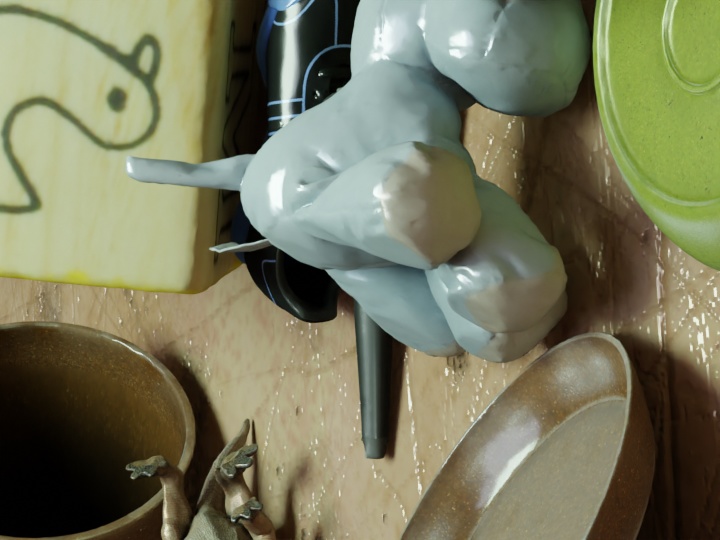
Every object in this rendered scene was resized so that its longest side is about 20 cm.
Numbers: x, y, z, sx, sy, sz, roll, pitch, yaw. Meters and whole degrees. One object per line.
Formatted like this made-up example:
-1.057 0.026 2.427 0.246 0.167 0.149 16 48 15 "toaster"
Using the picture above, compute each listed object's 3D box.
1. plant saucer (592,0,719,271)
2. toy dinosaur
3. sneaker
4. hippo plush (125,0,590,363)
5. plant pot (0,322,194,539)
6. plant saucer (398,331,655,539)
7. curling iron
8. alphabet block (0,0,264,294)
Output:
0.149 -0.099 0.912 0.200 0.031 0.202 -4 85 61 "plant saucer"
-0.072 0.179 1.259 0.200 0.085 0.136 -103 -8 -55 "toy dinosaur"
-0.017 -0.068 1.182 0.078 0.070 0.201 47 135 47 "sneaker"
0.036 -0.061 1.042 0.199 0.159 0.162 12 68 43 "hippo plush"
-0.201 0.169 1.394 0.187 0.186 0.201 -121 28 -44 "plant pot"
0.066 0.121 0.970 0.201 0.034 0.201 -52 16 21 "plant saucer"
0.000 0.000 1.154 0.025 0.049 0.202 10 110 37 "curling iron"
-0.158 -0.102 1.245 0.196 0.194 0.202 -39 -47 -82 "alphabet block"
